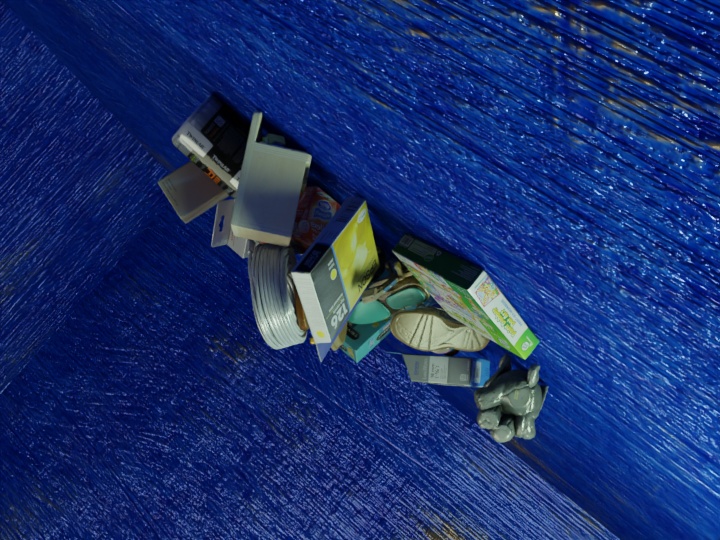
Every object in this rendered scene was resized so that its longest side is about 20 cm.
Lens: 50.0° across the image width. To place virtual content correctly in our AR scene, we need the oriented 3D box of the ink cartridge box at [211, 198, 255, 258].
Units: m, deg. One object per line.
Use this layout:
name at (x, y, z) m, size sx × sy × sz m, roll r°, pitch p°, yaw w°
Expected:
ink cartridge box at (-0.215, -0.099, 1.660) m, size 0.199 × 0.117 × 0.068 m, roll -15°, pitch -141°, yaw -42°

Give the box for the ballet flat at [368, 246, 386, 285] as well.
ballet flat at (0.000, 0.000, 1.459) m, size 0.067 × 0.200 × 0.047 m, roll 8°, pitch 123°, yaw 21°

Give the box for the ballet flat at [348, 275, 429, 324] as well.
ballet flat at (0.053, 0.049, 1.452) m, size 0.199 × 0.071 × 0.071 m, roll -22°, pitch 126°, yaw 38°

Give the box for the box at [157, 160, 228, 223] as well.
box at (-0.302, -0.191, 1.578) m, size 0.095 × 0.199 × 0.078 m, roll 55°, pitch 173°, yaw 0°

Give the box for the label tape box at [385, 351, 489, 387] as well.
label tape box at (0.170, 0.219, 1.698) m, size 0.198 × 0.064 × 0.144 m, roll 1°, pitch 171°, yaw 26°

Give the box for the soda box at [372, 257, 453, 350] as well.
soda box at (0.121, 0.066, 1.508) m, size 0.200 × 0.068 × 0.064 m, roll 38°, pitch 172°, yaw 17°

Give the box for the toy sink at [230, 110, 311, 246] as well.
toy sink at (-0.148, -0.154, 1.332) m, size 0.111 × 0.202 × 0.130 m, roll 11°, pitch 173°, yaw -6°

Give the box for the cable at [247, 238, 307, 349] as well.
cable at (-0.149, 0.045, 1.443) m, size 0.200 × 0.069 × 0.202 m, roll 66°, pitch -164°, yaw -59°

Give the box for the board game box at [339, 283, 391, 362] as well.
board game box at (0.008, 0.076, 1.614) m, size 0.151 × 0.200 × 0.047 m, roll 36°, pitch 153°, yaw 28°

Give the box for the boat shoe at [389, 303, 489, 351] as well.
boat shoe at (0.138, 0.104, 1.397) m, size 0.198 × 0.074 × 0.063 m, roll 13°, pitch -162°, yaw -23°

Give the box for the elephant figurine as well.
elephant figurine at (0.287, 0.235, 1.489) m, size 0.200 × 0.154 × 0.143 m, roll -36°, pitch -68°, yaw -72°

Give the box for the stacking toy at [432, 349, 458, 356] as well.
stacking toy at (0.182, 0.150, 1.675) m, size 0.085 × 0.086 × 0.200 m, roll 38°, pitch 176°, yaw 18°

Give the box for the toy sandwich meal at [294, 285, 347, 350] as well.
toy sandwich meal at (-0.073, 0.062, 1.478) m, size 0.070 × 0.207 × 0.205 m, roll -3°, pitch 163°, yaw 8°

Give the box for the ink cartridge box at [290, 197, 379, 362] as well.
ink cartridge box at (-0.030, 0.017, 1.283) m, size 0.047 × 0.198 × 0.201 m, roll 7°, pitch 133°, yaw 28°

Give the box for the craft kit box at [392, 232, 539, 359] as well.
craft kit box at (0.167, 0.039, 1.238) m, size 0.197 × 0.049 × 0.200 m, roll 43°, pitch 173°, yaw -36°

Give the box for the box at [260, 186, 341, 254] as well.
box at (-0.130, -0.096, 1.500) m, size 0.095 × 0.100 × 0.199 m, roll 35°, pitch 161°, yaw -35°

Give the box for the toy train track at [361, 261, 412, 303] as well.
toy train track at (0.047, 0.011, 1.337) m, size 0.200 × 0.114 × 0.033 m, roll -37°, pitch -74°, yaw -62°

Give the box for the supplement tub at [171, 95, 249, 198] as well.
supplement tub at (-0.249, -0.224, 1.475) m, size 0.200 × 0.123 × 0.122 m, roll 42°, pitch 172°, yaw -14°
